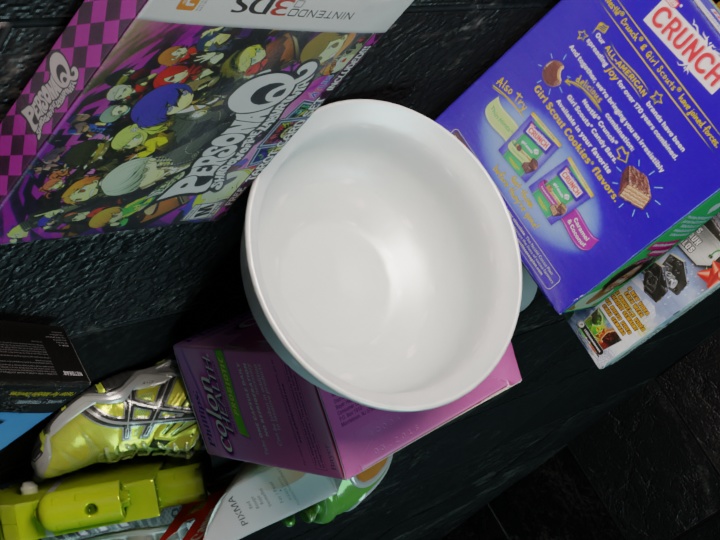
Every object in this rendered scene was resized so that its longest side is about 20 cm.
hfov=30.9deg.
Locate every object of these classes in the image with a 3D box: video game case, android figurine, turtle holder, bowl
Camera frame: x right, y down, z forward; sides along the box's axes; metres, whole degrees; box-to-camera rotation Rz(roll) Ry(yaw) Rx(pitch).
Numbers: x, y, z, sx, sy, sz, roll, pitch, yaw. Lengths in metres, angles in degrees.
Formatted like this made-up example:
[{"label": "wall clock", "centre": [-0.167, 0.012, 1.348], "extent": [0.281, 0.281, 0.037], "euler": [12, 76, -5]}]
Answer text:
[{"label": "video game case", "centre": [-0.090, -0.090, 0.672], "extent": [0.180, 0.036, 0.200], "euler": [-9, 152, -51]}, {"label": "android figurine", "centre": [-0.224, 0.184, 1.086], "extent": [0.198, 0.042, 0.182], "euler": [-8, -177, 0]}, {"label": "turtle holder", "centre": [-0.040, 0.189, 1.364], "extent": [0.131, 0.142, 0.186], "euler": [-26, 161, -23]}, {"label": "bowl", "centre": [0.000, 0.000, 0.842], "extent": [0.200, 0.203, 0.090], "euler": [-20, 174, -33]}]

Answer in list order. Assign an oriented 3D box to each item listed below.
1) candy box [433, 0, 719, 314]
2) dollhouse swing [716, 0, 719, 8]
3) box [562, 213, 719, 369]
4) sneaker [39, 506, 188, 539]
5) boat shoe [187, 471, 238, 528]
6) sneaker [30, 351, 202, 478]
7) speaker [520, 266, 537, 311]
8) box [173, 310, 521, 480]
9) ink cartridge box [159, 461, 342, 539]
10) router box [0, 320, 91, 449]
[{"label": "candy box", "centre": [0.174, -0.096, 0.890], "extent": [0.200, 0.170, 0.077], "euler": [-41, 164, 29]}, {"label": "dollhouse swing", "centre": [0.299, -0.096, 1.097], "extent": [0.175, 0.183, 0.200], "euler": [29, 124, -32]}, {"label": "box", "centre": [0.182, -0.048, 0.985], "extent": [0.137, 0.201, 0.040], "euler": [-39, 165, 27]}, {"label": "sneaker", "centre": [-0.254, 0.218, 1.199], "extent": [0.198, 0.089, 0.074], "euler": [0, 170, -20]}, {"label": "boat shoe", "centre": [-0.187, 0.264, 1.466], "extent": [0.198, 0.072, 0.073], "euler": [-9, 123, -31]}, {"label": "sneaker", "centre": [-0.169, 0.121, 1.053], "extent": [0.199, 0.077, 0.076], "euler": [-27, 164, -13]}, {"label": "speaker", "centre": [0.075, 0.019, 1.193], "extent": [0.199, 0.082, 0.081], "euler": [-15, 157, -46]}, {"label": "box", "centre": [-0.013, 0.070, 0.994], "extent": [0.175, 0.098, 0.199], "euler": [-24, -169, -33]}, {"label": "ink cartridge box", "centre": [-0.097, 0.173, 1.091], "extent": [0.198, 0.051, 0.162], "euler": [-24, -171, 14]}, {"label": "router box", "centre": [-0.281, 0.087, 0.800], "extent": [0.149, 0.051, 0.200], "euler": [-35, 163, 15]}]
